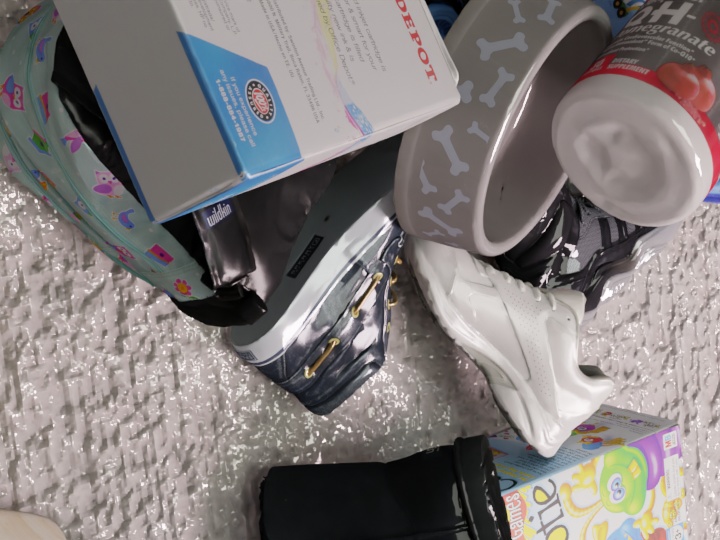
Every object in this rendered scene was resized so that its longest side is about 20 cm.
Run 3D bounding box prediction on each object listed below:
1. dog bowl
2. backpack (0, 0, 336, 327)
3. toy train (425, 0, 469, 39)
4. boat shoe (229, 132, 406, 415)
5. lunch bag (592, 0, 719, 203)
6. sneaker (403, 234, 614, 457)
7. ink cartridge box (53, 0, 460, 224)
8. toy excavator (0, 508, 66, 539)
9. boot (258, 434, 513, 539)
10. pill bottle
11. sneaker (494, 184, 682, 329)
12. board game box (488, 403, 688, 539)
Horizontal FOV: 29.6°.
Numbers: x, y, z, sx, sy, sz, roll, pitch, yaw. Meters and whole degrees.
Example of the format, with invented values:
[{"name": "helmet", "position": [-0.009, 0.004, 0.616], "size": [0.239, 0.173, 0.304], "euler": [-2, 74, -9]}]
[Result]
[{"name": "dog bowl", "position": [0.100, -0.100, 0.900], "size": [0.200, 0.058, 0.201], "euler": [-47, 153, -33]}, {"name": "backpack", "position": [-0.123, -0.077, 0.807], "size": [0.200, 0.126, 0.168], "euler": [43, 50, -30]}, {"name": "toy train", "position": [0.059, -0.192, 0.915], "size": [0.114, 0.087, 0.200], "euler": [-36, 140, -3]}, {"name": "boat shoe", "position": [0.000, 0.000, 0.942], "size": [0.201, 0.071, 0.091], "euler": [-51, 123, -10]}, {"name": "lunch bag", "position": [0.247, -0.134, 1.075], "size": [0.199, 0.094, 0.152], "euler": [8, 59, -46]}, {"name": "sneaker", "position": [0.110, 0.031, 0.987], "size": [0.099, 0.078, 0.201], "euler": [-37, 102, 2]}, {"name": "ink cartridge box", "position": [-0.051, -0.126, 0.746], "size": [0.199, 0.084, 0.146], "euler": [-25, 92, -48]}, {"name": "toy excavator", "position": [-0.168, 0.210, 0.834], "size": [0.193, 0.100, 0.202], "euler": [-17, 91, -35]}, {"name": "boot", "position": [0.024, 0.218, 0.918], "size": [0.076, 0.166, 0.203], "euler": [-20, 96, -76]}, {"name": "pill bottle", "position": [0.221, -0.132, 0.903], "size": [0.200, 0.110, 0.111], "euler": [-48, 119, -31]}, {"name": "sneaker", "position": [0.173, -0.045, 1.055], "size": [0.200, 0.075, 0.114], "euler": [-44, 117, -25]}, {"name": "board game box", "position": [0.141, 0.182, 1.036], "size": [0.198, 0.104, 0.104], "euler": [-14, 103, -33]}]
